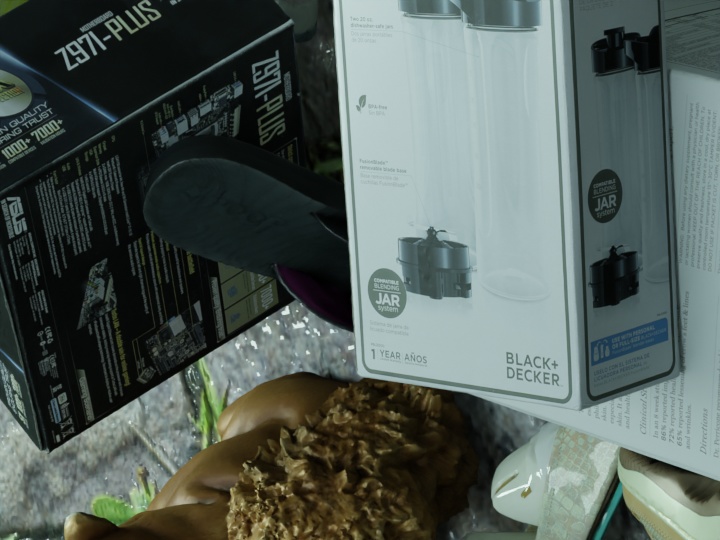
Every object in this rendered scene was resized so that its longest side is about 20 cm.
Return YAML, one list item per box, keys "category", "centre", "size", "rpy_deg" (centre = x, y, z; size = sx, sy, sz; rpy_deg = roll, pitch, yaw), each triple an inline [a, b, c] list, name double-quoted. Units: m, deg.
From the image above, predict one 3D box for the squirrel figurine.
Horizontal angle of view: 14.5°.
- category: "squirrel figurine"
  centre: [-0.047, 0.120, 1.313]
  size: [0.200, 0.186, 0.142]
  rpy_deg: [-31, 80, 46]

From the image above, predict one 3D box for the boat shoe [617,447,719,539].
- category: "boat shoe"
  centre: [0.145, 0.111, 1.099]
  size: [0.200, 0.071, 0.077]
  rpy_deg: [-133, 39, -78]

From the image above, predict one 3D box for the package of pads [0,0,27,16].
- category: "package of pads"
  centre: [-0.200, -0.102, 1.423]
  size: [0.068, 0.154, 0.201]
  rpy_deg: [13, 111, 44]

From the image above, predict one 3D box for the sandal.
- category: "sandal"
  centre: [-0.001, 0.001, 1.237]
  size: [0.048, 0.199, 0.075]
  rpy_deg: [-91, 23, -44]

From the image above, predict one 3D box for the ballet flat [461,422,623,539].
- category: "ballet flat"
  centre: [0.078, 0.120, 1.264]
  size: [0.062, 0.068, 0.201]
  rpy_deg: [17, 121, 2]

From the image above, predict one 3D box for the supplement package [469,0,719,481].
- category: "supplement package"
  centre: [0.131, -0.025, 1.109]
  size: [0.199, 0.150, 0.153]
  rpy_deg: [18, 114, 41]

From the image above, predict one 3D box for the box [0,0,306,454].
- category: "box"
  centre: [-0.112, -0.037, 1.293]
  size: [0.086, 0.163, 0.200]
  rpy_deg: [48, 159, 30]

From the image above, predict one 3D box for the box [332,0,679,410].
- category: "box"
  centre: [0.052, -0.058, 1.028]
  size: [0.116, 0.060, 0.201]
  rpy_deg: [6, 105, 44]

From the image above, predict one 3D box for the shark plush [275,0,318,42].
- category: "shark plush"
  centre: [-0.095, -0.181, 1.359]
  size: [0.199, 0.091, 0.084]
  rpy_deg: [28, 152, 32]
